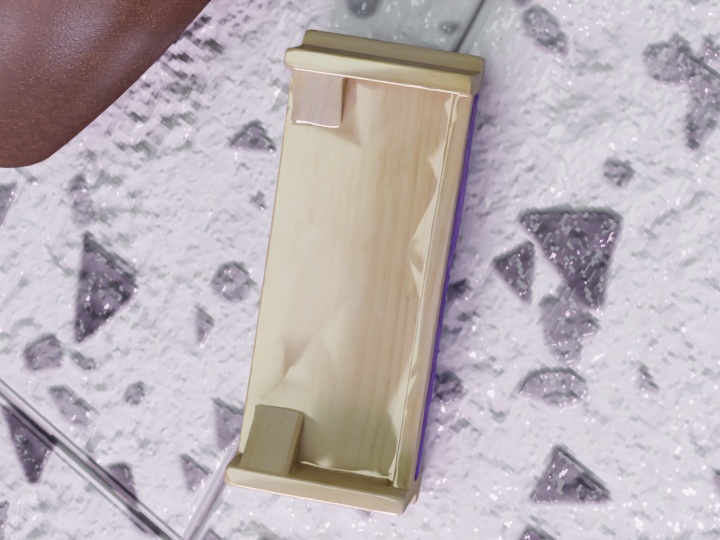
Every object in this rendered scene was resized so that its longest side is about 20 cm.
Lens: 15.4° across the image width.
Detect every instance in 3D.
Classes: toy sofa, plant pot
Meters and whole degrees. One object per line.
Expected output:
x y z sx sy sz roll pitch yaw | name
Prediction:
0.000 0.000 1.162 0.082 0.098 0.201 9 97 7 | toy sofa
-0.141 -0.149 1.194 0.187 0.187 0.200 46 128 22 | plant pot
